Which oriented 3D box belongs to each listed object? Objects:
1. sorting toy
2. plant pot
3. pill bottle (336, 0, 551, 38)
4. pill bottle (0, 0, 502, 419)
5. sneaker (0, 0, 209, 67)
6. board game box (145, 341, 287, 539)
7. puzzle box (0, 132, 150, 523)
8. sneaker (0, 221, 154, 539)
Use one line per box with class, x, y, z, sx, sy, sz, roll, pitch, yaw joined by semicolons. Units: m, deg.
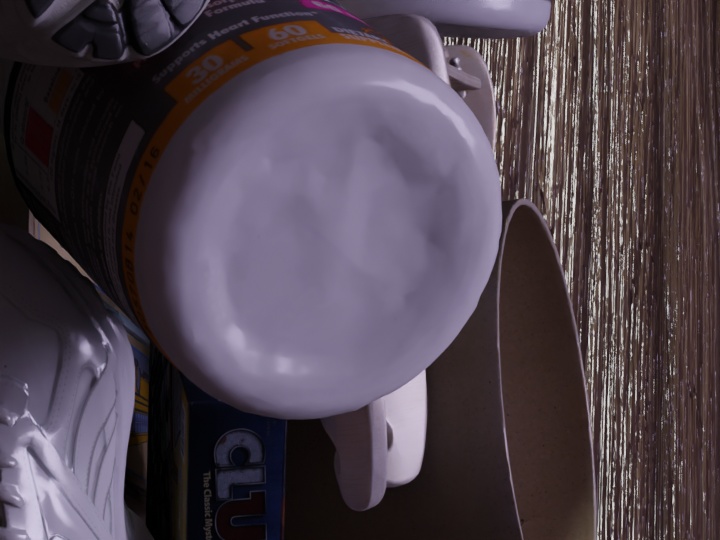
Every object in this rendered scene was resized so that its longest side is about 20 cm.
sorting toy;0.000;0.000;1.164;0.200;0.107;0.181;-4;87;-82
plant pot;0.021;0.074;1.337;0.200;0.134;0.201;-6;90;-75
pill bottle;0.024;-0.195;1.178;0.114;0.114;0.201;-1;94;-76
pill bottle;-0.046;-0.041;0.936;0.200;0.116;0.117;41;-30;57
sneaker;-0.054;-0.141;0.901;0.077;0.085;0.200;50;65;-21
board game box;-0.054;0.116;1.052;0.136;0.035;0.200;-117;-152;-69
puzzle box;-0.099;0.022;1.113;0.200;0.025;0.133;45;41;-68
sneaker;-0.112;0.077;0.941;0.099;0.078;0.200;-69;148;-55
